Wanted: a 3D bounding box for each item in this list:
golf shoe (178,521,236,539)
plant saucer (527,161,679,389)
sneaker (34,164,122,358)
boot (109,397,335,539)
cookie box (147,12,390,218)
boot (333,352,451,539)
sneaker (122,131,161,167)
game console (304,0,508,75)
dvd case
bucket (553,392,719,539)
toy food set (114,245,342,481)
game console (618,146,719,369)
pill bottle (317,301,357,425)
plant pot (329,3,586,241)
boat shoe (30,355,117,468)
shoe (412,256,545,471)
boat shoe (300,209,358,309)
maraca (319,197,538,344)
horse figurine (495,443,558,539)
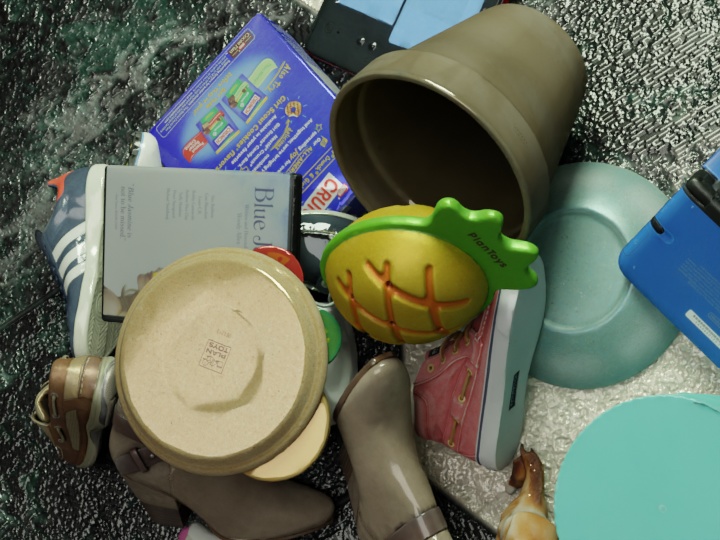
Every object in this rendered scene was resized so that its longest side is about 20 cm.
[{"bbox_3d":[-0.076,0.278,1.451,0.199,0.075,0.092,32,76,23],"label":"golf shoe"},{"bbox_3d":[0.189,0.002,1.384,0.200,0.039,0.202,-3,83,21],"label":"plant saucer"},{"bbox_3d":[-0.280,-0.003,1.562,0.084,0.075,0.201,-5,72,20],"label":"sneaker"},{"bbox_3d":[-0.127,0.169,1.424,0.199,0.070,0.147,-2,125,5],"label":"boot"},{"bbox_3d":[-0.079,-0.107,1.488,0.171,0.075,0.200,-45,69,12],"label":"cookie box"},{"bbox_3d":[0.035,0.180,1.355,0.070,0.200,0.147,-19,60,-19],"label":"boot"},{"bbox_3d":[-0.195,-0.036,1.508,0.072,0.072,0.201,-2,113,-6],"label":"sneaker"},{"bbox_3d":[0.055,-0.264,1.477,0.176,0.031,0.201,27,93,23],"label":"game console"},{"bbox_3d":[-0.143,-0.018,1.411,0.199,0.018,0.144,4,94,25],"label":"dvd case"},{"bbox_3d":[0.256,0.192,1.281,0.206,0.135,0.209,-3,83,22],"label":"bucket"},{"bbox_3d":[-0.114,0.075,1.346,0.199,0.049,0.199,3,82,17],"label":"toy food set"},{"bbox_3d":[0.347,-0.010,1.311,0.200,0.118,0.171,45,132,7],"label":"game console"},{"bbox_3d":[-0.112,0.087,1.458,0.199,0.111,0.112,-2,83,22],"label":"pill bottle"},{"bbox_3d":[0.101,-0.133,1.350,0.199,0.201,0.174,27,55,23],"label":"plant pot"},{"bbox_3d":[-0.269,0.126,1.485,0.071,0.200,0.076,14,58,-10],"label":"boat shoe"},{"bbox_3d":[0.098,0.070,1.372,0.091,0.071,0.201,18,114,27],"label":"shoe"},{"bbox_3d":[0.000,0.000,1.406,0.199,0.062,0.075,16,113,-7],"label":"boat shoe"},{"bbox_3d":[0.054,-0.002,1.296,0.199,0.137,0.107,-21,43,42],"label":"maraca"},{"bbox_3d":[0.127,0.235,1.314,0.050,0.200,0.133,26,101,1],"label":"horse figurine"}]
